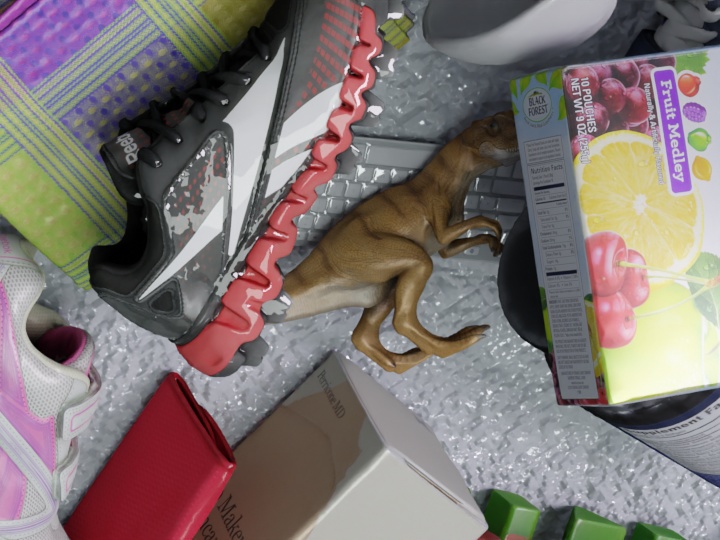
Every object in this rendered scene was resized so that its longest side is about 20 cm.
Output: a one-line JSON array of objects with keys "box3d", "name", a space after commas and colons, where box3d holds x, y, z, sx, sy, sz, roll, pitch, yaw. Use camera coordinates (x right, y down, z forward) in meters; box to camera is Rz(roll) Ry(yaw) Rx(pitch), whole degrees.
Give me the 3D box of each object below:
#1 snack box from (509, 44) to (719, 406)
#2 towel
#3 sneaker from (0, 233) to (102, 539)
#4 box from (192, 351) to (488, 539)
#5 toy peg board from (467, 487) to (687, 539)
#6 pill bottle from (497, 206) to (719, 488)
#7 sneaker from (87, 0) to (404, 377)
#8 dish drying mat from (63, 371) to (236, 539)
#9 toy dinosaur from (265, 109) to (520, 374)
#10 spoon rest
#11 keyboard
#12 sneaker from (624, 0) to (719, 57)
[{"box3d": [0.171, -0.027, 1.192, 0.199, 0.053, 0.143, -8, 92, -23], "name": "snack box"}, {"box3d": [-0.084, -0.093, 1.213, 0.200, 0.023, 0.144, -40, 124, 3], "name": "towel"}, {"box3d": [-0.153, 0.068, 1.256, 0.088, 0.081, 0.200, -20, 125, -5], "name": "sneaker"}, {"box3d": [-0.044, 0.146, 1.335, 0.200, 0.095, 0.078, -45, 123, 8], "name": "box"}, {"box3d": [0.107, 0.180, 1.356, 0.199, 0.199, 0.098, 14, 98, -26], "name": "toy peg board"}, {"box3d": [0.154, 0.030, 1.298, 0.112, 0.112, 0.200, -47, 136, 12], "name": "pill bottle"}, {"box3d": [-0.054, -0.057, 1.188, 0.098, 0.071, 0.201, 22, 100, -19], "name": "sneaker"}, {"box3d": [-0.124, 0.147, 1.317, 0.018, 0.077, 0.200, 21, 111, -37], "name": "dish drying mat"}, {"box3d": [0.000, 0.000, 1.282, 0.200, 0.060, 0.106, -33, 97, -8], "name": "toy dinosaur"}, {"box3d": [0.112, -0.138, 1.172, 0.200, 0.099, 0.061, -13, 124, 30], "name": "spoon rest"}, {"box3d": [-0.013, -0.037, 1.285, 0.199, 0.011, 0.056, 5, 118, -22], "name": "keyboard"}, {"box3d": [0.150, -0.110, 1.255, 0.146, 0.081, 0.200, -39, 130, 1], "name": "sneaker"}]
